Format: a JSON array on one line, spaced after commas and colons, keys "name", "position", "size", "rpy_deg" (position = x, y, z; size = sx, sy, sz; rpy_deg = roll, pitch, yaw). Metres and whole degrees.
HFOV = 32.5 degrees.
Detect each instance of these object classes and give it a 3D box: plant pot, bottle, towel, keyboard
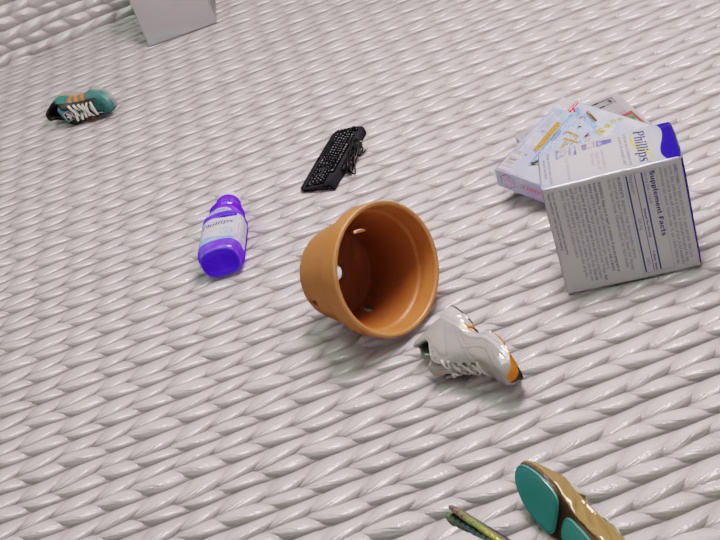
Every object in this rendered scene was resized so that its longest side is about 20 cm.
[{"name": "plant pot", "position": [0.000, 0.000, 1.859], "size": [0.200, 0.201, 0.139], "rpy_deg": [-44, 24, -31]}, {"name": "bottle", "position": [-0.240, -0.070, 2.190], "size": [0.083, 0.066, 0.201], "rpy_deg": [-16, 34, 11]}, {"name": "towel", "position": [0.184, 0.316, 1.305], "size": [0.143, 0.200, 0.023], "rpy_deg": [30, 84, 46]}, {"name": "keyboard", "position": [-0.043, -0.222, 2.318], "size": [0.103, 0.040, 0.201], "rpy_deg": [-4, 38, 25]}]

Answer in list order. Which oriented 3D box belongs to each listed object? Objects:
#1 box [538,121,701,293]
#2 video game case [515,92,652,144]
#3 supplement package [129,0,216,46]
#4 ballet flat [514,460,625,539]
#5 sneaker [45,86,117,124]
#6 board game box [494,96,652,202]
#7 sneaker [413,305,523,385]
[{"name": "box", "position": [0.370, -0.088, 1.766], "size": [0.198, 0.185, 0.105], "rpy_deg": [-12, 32, 13]}, {"name": "video game case", "position": [0.385, -0.224, 2.095], "size": [0.198, 0.023, 0.183], "rpy_deg": [-23, 33, -3]}, {"name": "supplement package", "position": [-0.483, -0.709, 3.106], "size": [0.189, 0.201, 0.148], "rpy_deg": [-18, 33, 4]}, {"name": "ballet flat", "position": [0.249, 0.289, 1.429], "size": [0.062, 0.069, 0.200], "rpy_deg": [-3, 29, -24]}, {"name": "sneaker", "position": [-0.645, -0.372, 2.848], "size": [0.198, 0.072, 0.080], "rpy_deg": [1, 43, 38]}, {"name": "board game box", "position": [0.354, -0.183, 1.996], "size": [0.198, 0.041, 0.200], "rpy_deg": [25, 59, 37]}, {"name": "sneaker", "position": [0.146, 0.124, 1.706], "size": [0.092, 0.076, 0.200], "rpy_deg": [-38, 28, -11]}]
